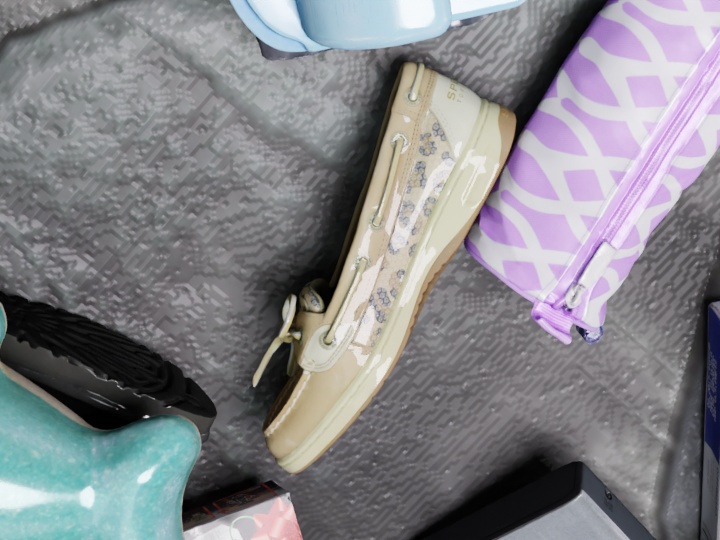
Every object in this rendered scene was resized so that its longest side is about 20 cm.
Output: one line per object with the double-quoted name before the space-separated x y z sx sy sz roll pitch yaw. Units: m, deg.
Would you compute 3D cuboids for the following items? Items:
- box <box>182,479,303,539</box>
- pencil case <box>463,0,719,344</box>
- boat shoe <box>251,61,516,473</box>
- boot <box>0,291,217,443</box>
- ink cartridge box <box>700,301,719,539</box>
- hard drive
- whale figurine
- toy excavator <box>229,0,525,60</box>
"box" -0.110 0.201 0.745 0.199 0.040 0.138 -19 97 -15
"pencil case" 0.125 -0.065 0.705 0.083 0.086 0.201 26 105 -14
"boat shoe" 0.000 0.000 0.729 0.062 0.073 0.201 28 95 -10
"boot" -0.186 0.093 0.732 0.209 0.079 0.159 19 101 -2
"ink cartridge box" 0.278 0.101 0.809 0.198 0.041 0.201 -4 113 -4
"hard drive" 0.122 0.200 0.813 0.139 0.033 0.200 -33 113 29
"whale figurine" -0.169 0.089 0.636 0.198 0.104 0.161 10 101 3
"toy excavator" 0.039 -0.131 0.608 0.193 0.200 0.101 -12 113 -1
